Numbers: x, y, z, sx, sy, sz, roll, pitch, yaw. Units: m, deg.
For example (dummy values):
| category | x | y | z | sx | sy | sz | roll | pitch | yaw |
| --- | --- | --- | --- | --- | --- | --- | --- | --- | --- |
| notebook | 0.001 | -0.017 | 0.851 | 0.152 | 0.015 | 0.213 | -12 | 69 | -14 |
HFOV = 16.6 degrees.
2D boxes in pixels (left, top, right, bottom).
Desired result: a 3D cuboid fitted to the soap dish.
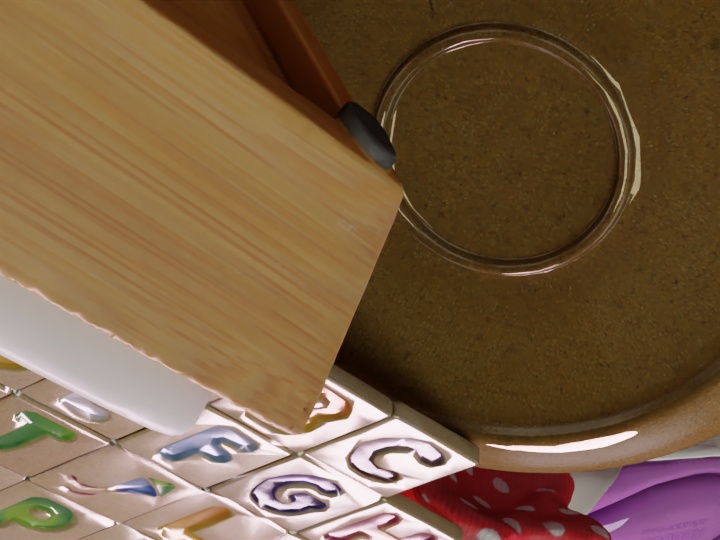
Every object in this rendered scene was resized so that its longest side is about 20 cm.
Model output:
| category | x | y | z | sx | sy | sz | roll | pitch | yaw |
| --- | --- | --- | --- | --- | --- | --- | --- | --- | --- |
| soap dish | -0.086 | -0.066 | 0.502 | 0.081 | 0.158 | 0.200 | -42 | 137 | 14 |

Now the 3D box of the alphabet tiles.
| category | x | y | z | sx | sy | sz | roll | pitch | yaw |
| --- | --- | --- | --- | --- | --- | --- | --- | --- | --- |
| alphabet tiles | -0.076 | 0.060 | 0.654 | 0.199 | 0.006 | 0.166 | -24 | 139 | 35 |

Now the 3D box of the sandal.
| category | x | y | z | sx | sy | sz | roll | pitch | yaw |
| --- | --- | --- | --- | --- | --- | --- | --- | --- | --- |
| sandal | 0.061 | 0.098 | 0.833 | 0.201 | 0.050 | 0.083 | -16 | 131 | -20 |

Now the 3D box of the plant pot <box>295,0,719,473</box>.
| category | x | y | z | sx | sy | sz | roll | pitch | yaw |
| --- | --- | --- | --- | --- | --- | --- | --- | --- | --- |
| plant pot | 0.036 | -0.033 | 0.604 | 0.198 | 0.028 | 0.201 | 6 | 115 | 12 |

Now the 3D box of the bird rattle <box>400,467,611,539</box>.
| category | x | y | z | sx | sy | sz | roll | pitch | yaw |
| --- | --- | --- | --- | --- | --- | --- | --- | --- | --- |
| bird rattle | 0.000 | 0.000 | 0.736 | 0.199 | 0.164 | 0.112 | 33 | 135 | -27 |
